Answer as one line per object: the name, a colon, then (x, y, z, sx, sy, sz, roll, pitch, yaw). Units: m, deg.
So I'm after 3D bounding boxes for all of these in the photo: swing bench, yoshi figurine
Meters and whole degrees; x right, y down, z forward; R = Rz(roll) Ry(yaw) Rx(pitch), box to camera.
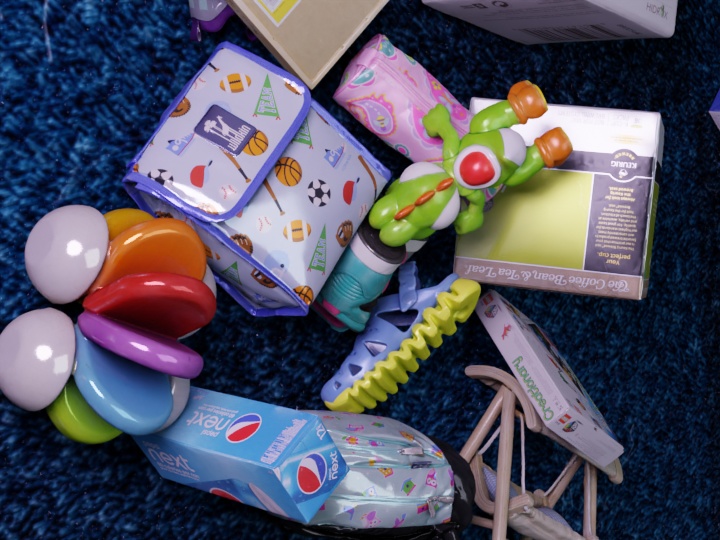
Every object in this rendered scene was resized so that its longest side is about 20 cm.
swing bench: (0.195, 0.237, 1.510, 0.199, 0.130, 0.200, 32, 72, -42)
yoshi figurine: (0.093, -0.092, 1.254, 0.200, 0.112, 0.112, -33, 144, -4)

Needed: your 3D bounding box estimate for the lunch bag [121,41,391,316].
lunch bag: (-0.096, -0.081, 1.183, 0.200, 0.124, 0.170, 43, 64, -24)

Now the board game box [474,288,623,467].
board game box: (0.208, 0.118, 1.474, 0.035, 0.200, 0.126, -42, 133, 13)

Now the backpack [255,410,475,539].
backpack: (-0.006, 0.204, 1.297, 0.200, 0.167, 0.127, 9, 83, -34)

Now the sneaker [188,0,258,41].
sneaker: (-0.077, -0.260, 1.220, 0.200, 0.074, 0.088, -12, 114, -33)

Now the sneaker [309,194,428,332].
sneaker: (0.000, 0.000, 1.318, 0.084, 0.121, 0.200, 42, 19, 2)

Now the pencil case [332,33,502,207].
pencil case: (0.069, -0.146, 1.311, 0.200, 0.087, 0.088, 38, 66, -11)

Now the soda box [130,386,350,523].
soda box: (-0.108, 0.153, 1.138, 0.064, 0.200, 0.068, -48, 126, -30)

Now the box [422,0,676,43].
box: (0.206, -0.345, 1.383, 0.200, 0.199, 0.172, 10, 87, -46)

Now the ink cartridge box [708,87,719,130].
ink cartridge box: (0.573, -0.200, 1.899, 0.200, 0.044, 0.094, 46, 65, -39)

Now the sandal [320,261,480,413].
sandal: (0.030, 0.065, 1.363, 0.200, 0.087, 0.080, -43, 159, -14)

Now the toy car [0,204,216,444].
toy car: (-0.186, 0.048, 1.080, 0.175, 0.150, 0.201, 24, 78, -45)

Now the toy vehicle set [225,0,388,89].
toy vehicle set: (-0.064, -0.269, 1.160, 0.124, 0.026, 0.200, -49, 132, -6)

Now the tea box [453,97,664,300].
tea box: (0.215, -0.075, 1.416, 0.134, 0.199, 0.197, 2, 95, -75)
